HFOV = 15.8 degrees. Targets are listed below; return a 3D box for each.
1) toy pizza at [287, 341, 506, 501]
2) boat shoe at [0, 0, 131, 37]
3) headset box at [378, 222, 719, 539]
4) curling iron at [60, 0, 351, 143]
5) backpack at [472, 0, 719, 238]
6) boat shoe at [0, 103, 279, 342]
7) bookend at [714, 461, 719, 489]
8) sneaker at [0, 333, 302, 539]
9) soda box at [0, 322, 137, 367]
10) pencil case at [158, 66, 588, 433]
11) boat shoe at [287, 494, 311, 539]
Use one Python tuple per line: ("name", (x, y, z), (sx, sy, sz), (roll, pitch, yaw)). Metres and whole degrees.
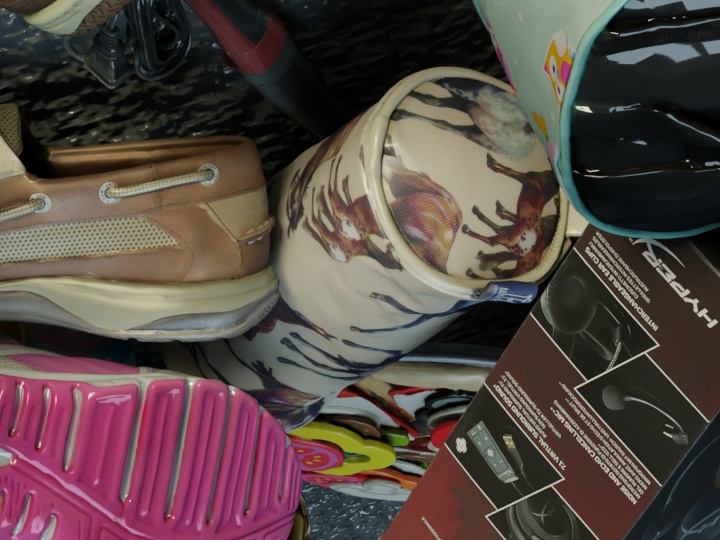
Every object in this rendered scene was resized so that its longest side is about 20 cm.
("toy pizza", (0.032, 0.072, 1.091), (0.199, 0.032, 0.200), (3, 162, 1))
("boat shoe", (-0.062, -0.136, 0.668), (0.075, 0.075, 0.202), (25, 141, -18))
("headset box", (0.109, 0.050, 0.879), (0.148, 0.077, 0.200), (-15, 146, -44))
("curling iron", (-0.042, -0.067, 0.840), (0.050, 0.026, 0.200), (-54, 158, 4))
("backpack", (0.125, -0.104, 0.729), (0.199, 0.154, 0.176), (-28, 155, -5))
("boat shoe", (-0.125, -0.022, 0.847), (0.199, 0.072, 0.076), (2, -165, -9))
("bookend", (0.245, 0.046, 0.757), (0.200, 0.198, 0.093), (-12, 121, -48))
("sneaker", (-0.111, 0.057, 0.862), (0.199, 0.082, 0.088), (16, -175, -32))
("soda box", (-0.184, 0.039, 0.930), (0.199, 0.064, 0.068), (-3, 151, -28))
("pencil case", (0.000, 0.000, 0.905), (0.089, 0.078, 0.200), (29, 152, -16))
("boat shoe", (-0.056, 0.106, 1.007), (0.067, 0.072, 0.200), (24, 166, 9))
